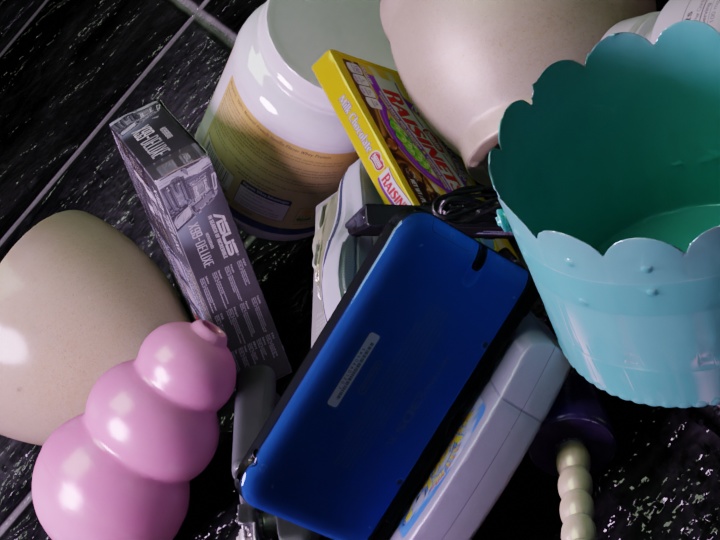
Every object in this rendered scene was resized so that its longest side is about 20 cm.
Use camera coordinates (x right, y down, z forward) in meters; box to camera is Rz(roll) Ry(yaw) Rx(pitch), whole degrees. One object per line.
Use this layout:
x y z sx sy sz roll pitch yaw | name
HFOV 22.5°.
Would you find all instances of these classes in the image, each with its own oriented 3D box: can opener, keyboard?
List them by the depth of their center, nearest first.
0.095 -0.042 1.159 0.104 0.198 0.040 161 108 -76 | keyboard
-0.065 0.149 1.326 0.066 0.053 0.201 -9 37 0 | can opener

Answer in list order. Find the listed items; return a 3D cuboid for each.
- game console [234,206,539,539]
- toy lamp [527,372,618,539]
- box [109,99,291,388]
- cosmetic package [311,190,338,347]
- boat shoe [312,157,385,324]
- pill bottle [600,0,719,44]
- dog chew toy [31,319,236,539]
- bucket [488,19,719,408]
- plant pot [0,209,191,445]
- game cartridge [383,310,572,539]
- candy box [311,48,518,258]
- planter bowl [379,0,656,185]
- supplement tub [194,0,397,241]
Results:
0.012 0.058 1.120 0.201 0.170 0.118 -58 37 5 | game console
0.127 0.142 1.047 0.058 0.058 0.201 -34 34 26 | toy lamp
-0.129 -0.020 1.448 0.049 0.201 0.158 -25 26 -11 | box
0.027 0.010 1.314 0.106 0.090 0.201 -32 30 26 | cosmetic package
0.000 0.000 1.225 0.062 0.072 0.201 -47 19 29 | boat shoe
0.246 -0.130 1.139 0.199 0.114 0.115 -6 51 52 | pill bottle
-0.164 0.126 1.382 0.201 0.124 0.125 -56 28 9 | dog chew toy
0.183 -0.032 1.026 0.205 0.136 0.208 -11 39 9 | bucket
-0.214 0.066 1.510 0.134 0.201 0.201 21 69 23 | plant pot
0.059 0.119 1.123 0.201 0.040 0.133 -58 14 7 | game cartridge
0.043 -0.069 1.280 0.026 0.102 0.201 -43 57 25 | candy box
0.121 -0.141 1.274 0.199 0.199 0.136 -27 62 35 | planter bowl
-0.046 -0.132 1.454 0.200 0.143 0.145 123 168 -54 | supplement tub
